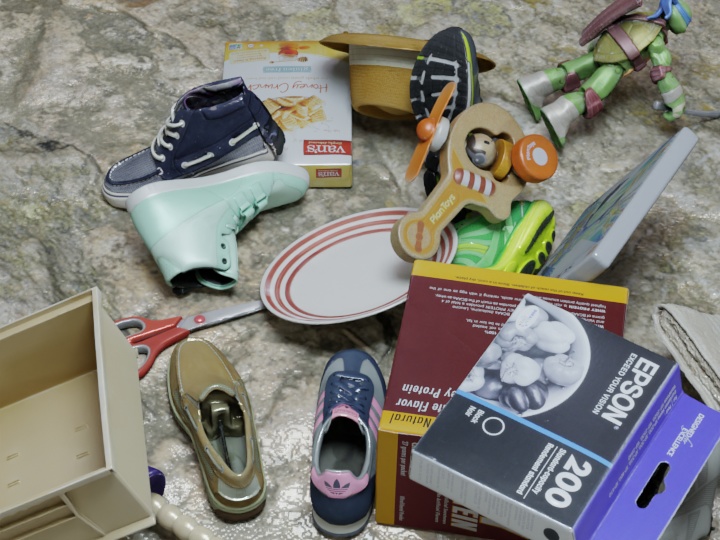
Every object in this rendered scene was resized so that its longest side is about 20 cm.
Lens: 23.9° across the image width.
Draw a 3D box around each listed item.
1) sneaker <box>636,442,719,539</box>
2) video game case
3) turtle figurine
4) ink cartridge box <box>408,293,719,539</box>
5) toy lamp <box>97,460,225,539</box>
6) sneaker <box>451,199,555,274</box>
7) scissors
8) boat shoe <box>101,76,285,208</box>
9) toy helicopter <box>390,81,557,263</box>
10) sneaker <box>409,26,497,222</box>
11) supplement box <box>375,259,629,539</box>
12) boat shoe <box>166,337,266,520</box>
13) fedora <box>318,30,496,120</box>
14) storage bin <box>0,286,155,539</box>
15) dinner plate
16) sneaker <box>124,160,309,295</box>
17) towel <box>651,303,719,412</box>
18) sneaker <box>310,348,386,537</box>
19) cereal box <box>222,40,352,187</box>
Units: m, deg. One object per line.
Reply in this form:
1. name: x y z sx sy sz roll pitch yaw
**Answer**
1. sneaker: 0.277 0.198 1.483 0.079 0.074 0.200 48 46 -6
2. video game case: 0.224 -0.033 1.621 0.022 0.182 0.200 42 54 -2
3. turtle figurine: 0.282 -0.198 1.841 0.194 0.200 0.144 -29 74 0
4. ink cartridge box: 0.173 0.131 1.370 0.200 0.043 0.198 26 53 19
5. toy lamp: -0.145 0.222 1.455 0.200 0.058 0.058 28 53 24
6. sneaker: 0.115 -0.001 1.666 0.083 0.074 0.200 15 44 37
7. scissors: -0.170 0.047 1.646 0.200 0.014 0.073 -28 51 -22
8. boat shoe: -0.184 -0.134 1.727 0.199 0.093 0.075 -19 44 9
9. toy helicopter: 0.088 -0.088 1.624 0.132 0.079 0.200 48 58 -12
10. sneaker: 0.102 -0.154 1.727 0.074 0.201 0.081 15 33 33
11. supplement box: 0.125 0.118 1.502 0.197 0.133 0.200 8 47 6
12. boat shoe: -0.127 0.125 1.532 0.071 0.076 0.200 -16 49 -15
13. fedora: 0.046 -0.200 1.800 0.200 0.082 0.201 8 3 0
14. storage bin: -0.287 0.148 1.463 0.198 0.094 0.200 -22 47 9
15. dinner plate: 0.000 0.000 1.653 0.199 0.024 0.200 -13 29 7
16. sneaker: -0.126 -0.037 1.700 0.200 0.074 0.118 -13 69 -30
17. towel: 0.356 0.111 1.541 0.132 0.035 0.200 14 34 -38
18. sneaker: -0.008 0.134 1.520 0.070 0.082 0.200 1 47 1
19. cereal box: -0.079 -0.170 1.833 0.143 0.040 0.200 -1 47 -1
